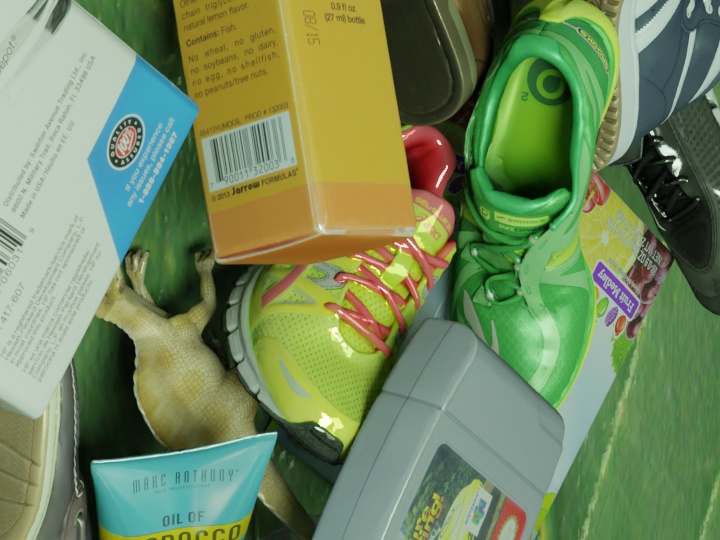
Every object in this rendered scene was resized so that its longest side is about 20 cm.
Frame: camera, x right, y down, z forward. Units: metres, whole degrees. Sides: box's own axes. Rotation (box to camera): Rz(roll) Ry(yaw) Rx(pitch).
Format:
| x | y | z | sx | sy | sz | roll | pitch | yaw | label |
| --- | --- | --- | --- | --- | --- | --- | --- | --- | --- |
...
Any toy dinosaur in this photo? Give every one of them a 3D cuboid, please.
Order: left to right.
| x | y | z | sx | sy | sz | roll | pitch | yaw | label |
| --- | --- | --- | --- | --- | --- | --- | --- | --- | --- |
| -0.065 | 0.057 | 1.205 | 0.200 | 0.058 | 0.101 | 52 | 31 | -13 | toy dinosaur |

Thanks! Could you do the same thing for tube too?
| x | y | z | sx | sy | sz | roll | pitch | yaw | label |
| --- | --- | --- | --- | --- | --- | --- | --- | --- | --- |
| -0.084 | 0.130 | 1.185 | 0.077 | 0.050 | 0.200 | -12 | 146 | -17 | tube |

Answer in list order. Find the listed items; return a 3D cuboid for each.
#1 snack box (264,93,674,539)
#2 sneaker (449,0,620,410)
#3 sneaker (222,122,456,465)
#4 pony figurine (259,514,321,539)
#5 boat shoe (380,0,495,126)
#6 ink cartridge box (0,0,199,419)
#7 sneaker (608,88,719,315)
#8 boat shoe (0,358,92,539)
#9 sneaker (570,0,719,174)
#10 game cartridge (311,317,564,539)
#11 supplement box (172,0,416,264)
| x | y | z | sx | sy | sz | roll | pitch | yaw | label |
| --- | --- | --- | --- | --- | --- | --- | --- | --- | --- |
| 0.061 | 0.036 | 1.373 | 0.169 | 0.068 | 0.200 | 40 | 75 | -49 | snack box |
| 0.070 | -0.025 | 1.239 | 0.084 | 0.074 | 0.200 | -33 | 130 | -64 | sneaker |
| 0.000 | 0.000 | 1.201 | 0.078 | 0.090 | 0.200 | 42 | 33 | -26 | sneaker |
| 0.049 | 0.191 | 1.304 | 0.193 | 0.200 | 0.167 | 9 | 71 | -66 | pony figurine |
| 0.014 | -0.168 | 1.226 | 0.068 | 0.072 | 0.200 | -47 | 131 | -53 | boat shoe |
| -0.175 | -0.054 | 1.032 | 0.200 | 0.084 | 0.146 | 40 | 73 | -45 | ink cartridge box |
| 0.152 | -0.070 | 1.403 | 0.090 | 0.066 | 0.200 | -2 | 74 | -38 | sneaker |
| -0.147 | 0.109 | 1.155 | 0.065 | 0.072 | 0.200 | -18 | 122 | -51 | boat shoe |
| 0.137 | -0.151 | 1.284 | 0.108 | 0.070 | 0.200 | -28 | 135 | -43 | sneaker |
| 0.023 | 0.128 | 1.173 | 0.133 | 0.041 | 0.200 | 39 | 69 | -53 | game cartridge |
| -0.034 | -0.105 | 1.143 | 0.067 | 0.069 | 0.200 | 0 | 80 | -50 | supplement box |
